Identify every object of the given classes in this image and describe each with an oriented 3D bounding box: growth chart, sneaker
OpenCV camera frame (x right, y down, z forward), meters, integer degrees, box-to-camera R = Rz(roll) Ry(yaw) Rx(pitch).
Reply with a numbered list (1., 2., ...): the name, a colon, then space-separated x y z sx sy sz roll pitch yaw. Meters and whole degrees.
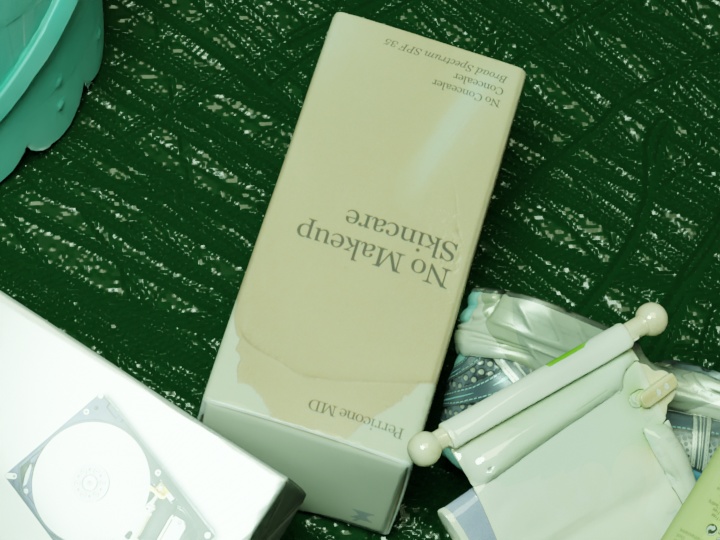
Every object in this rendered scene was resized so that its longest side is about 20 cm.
1. growth chart: 0.092 0.131 0.903 0.144 0.018 0.201 -22 97 -21
2. sneaker: 0.124 0.079 0.967 0.199 0.078 0.087 22 89 -6

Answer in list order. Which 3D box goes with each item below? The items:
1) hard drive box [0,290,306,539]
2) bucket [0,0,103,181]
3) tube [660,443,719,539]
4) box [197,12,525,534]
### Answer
1. hard drive box: -0.146 0.095 0.875 0.199 0.077 0.156 31 83 9
2. bucket: -0.205 -0.147 0.987 0.205 0.135 0.209 4 61 -7
3. tube: 0.121 0.149 0.880 0.052 0.058 0.201 36 80 -35
4. box: 0.000 0.000 0.974 0.094 0.078 0.201 16 61 0
